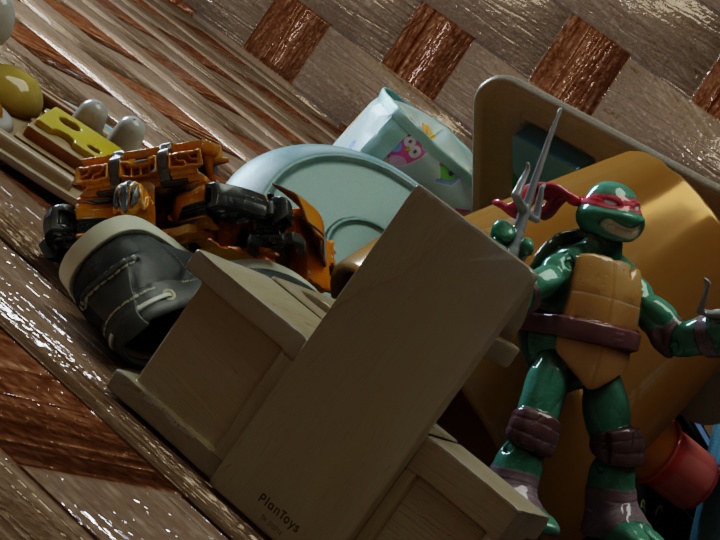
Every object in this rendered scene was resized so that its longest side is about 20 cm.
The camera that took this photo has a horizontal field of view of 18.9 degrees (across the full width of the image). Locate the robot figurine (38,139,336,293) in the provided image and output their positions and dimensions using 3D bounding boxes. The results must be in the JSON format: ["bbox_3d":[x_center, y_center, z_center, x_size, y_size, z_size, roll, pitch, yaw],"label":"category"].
[{"bbox_3d":[-0.091,-0.022,1.201,0.144,0.059,0.200,-8,-17,16],"label":"robot figurine"}]

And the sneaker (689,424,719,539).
[{"bbox_3d":[0.289,0.148,1.394,0.129,0.202,0.080,18,-11,-8],"label":"sneaker"}]

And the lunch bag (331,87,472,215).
[{"bbox_3d":[0.007,-0.032,1.528,0.122,0.170,0.200,46,8,13],"label":"lunch bag"}]

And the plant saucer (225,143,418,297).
[{"bbox_3d":[0.000,0.000,1.352,0.198,0.027,0.202,17,51,-22],"label":"plant saucer"}]

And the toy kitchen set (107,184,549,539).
[{"bbox_3d":[0.030,0.057,1.025,0.200,0.164,0.180,38,7,25],"label":"toy kitchen set"}]

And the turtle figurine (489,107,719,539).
[{"bbox_3d":[0.118,0.030,1.058,0.148,0.202,0.101,10,-1,-9],"label":"turtle figurine"}]

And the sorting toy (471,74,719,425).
[{"bbox_3d":[0.149,-0.008,1.344,0.199,0.036,0.186,28,-42,30],"label":"sorting toy"}]

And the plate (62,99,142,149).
[{"bbox_3d":[-0.163,-0.064,1.536,0.199,0.026,0.200,36,6,-4],"label":"plate"}]

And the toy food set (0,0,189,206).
[{"bbox_3d":[-0.207,-0.117,1.392,0.199,0.061,0.144,33,16,-1],"label":"toy food set"}]

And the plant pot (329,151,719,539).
[{"bbox_3d":[0.112,0.034,1.206,0.201,0.182,0.201,52,-15,20],"label":"plant pot"}]

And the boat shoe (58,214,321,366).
[{"bbox_3d":[-0.072,0.031,1.129,0.199,0.072,0.068,21,22,-53],"label":"boat shoe"}]

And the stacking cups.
[{"bbox_3d":[0.145,0.077,1.352,0.199,0.061,0.061,34,6,-21],"label":"stacking cups"}]

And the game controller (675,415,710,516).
[{"bbox_3d":[0.246,0.148,1.473,0.201,0.042,0.104,61,18,6],"label":"game controller"}]

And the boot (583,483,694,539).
[{"bbox_3d":[0.171,0.167,1.428,0.203,0.073,0.154,41,13,-17],"label":"boot"}]
